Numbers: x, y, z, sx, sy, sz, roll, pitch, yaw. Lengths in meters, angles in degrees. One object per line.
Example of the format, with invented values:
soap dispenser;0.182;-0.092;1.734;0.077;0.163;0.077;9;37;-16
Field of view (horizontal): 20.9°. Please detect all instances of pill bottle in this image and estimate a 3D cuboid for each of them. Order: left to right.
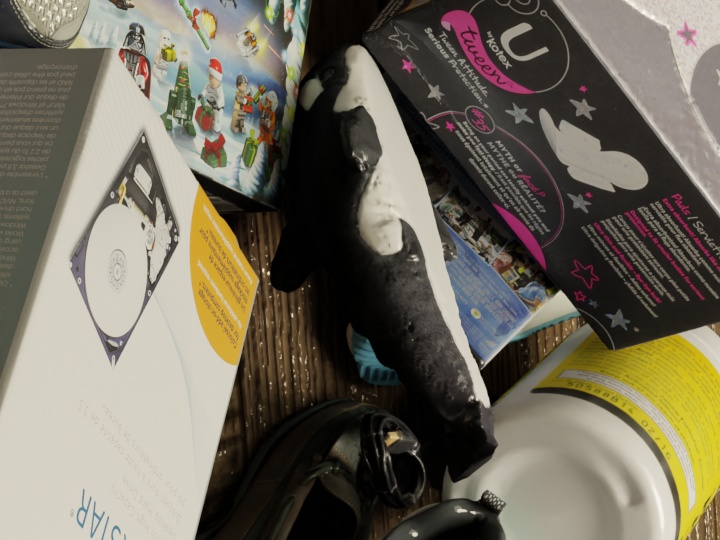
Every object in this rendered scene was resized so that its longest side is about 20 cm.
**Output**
pill bottle;0.125;0.086;0.966;0.200;0.111;0.112;-34;118;-60

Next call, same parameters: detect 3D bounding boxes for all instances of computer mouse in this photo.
computer mouse;0.042;0.082;0.943;0.200;0.034;0.059;-1;87;-73

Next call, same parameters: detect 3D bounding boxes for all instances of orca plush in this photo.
orca plush;0.000;0.000;0.845;0.200;0.071;0.105;68;14;11

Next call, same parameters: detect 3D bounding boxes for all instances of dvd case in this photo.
dvd case;0.054;-0.047;0.956;0.143;0.018;0.200;47;41;3

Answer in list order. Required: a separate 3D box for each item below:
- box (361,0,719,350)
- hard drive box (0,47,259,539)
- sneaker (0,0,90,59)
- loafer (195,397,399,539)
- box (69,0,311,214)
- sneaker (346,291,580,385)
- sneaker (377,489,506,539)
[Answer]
box;0.125;-0.085;0.897;0.200;0.115;0.132;50;52;-18
hard drive box;-0.113;0.049;0.671;0.156;0.077;0.201;61;37;-55
sneaker;-0.099;-0.172;0.671;0.077;0.085;0.201;16;75;-54
loafer;-0.028;0.123;0.860;0.200;0.063;0.072;-42;123;-47
box;-0.094;-0.115;0.786;0.200;0.040;0.137;24;69;-53
sneaker;0.054;0.004;0.985;0.200;0.076;0.081;-18;85;-53
sneaker;-0.004;0.170;0.809;0.200;0.078;0.140;-57;174;-16
